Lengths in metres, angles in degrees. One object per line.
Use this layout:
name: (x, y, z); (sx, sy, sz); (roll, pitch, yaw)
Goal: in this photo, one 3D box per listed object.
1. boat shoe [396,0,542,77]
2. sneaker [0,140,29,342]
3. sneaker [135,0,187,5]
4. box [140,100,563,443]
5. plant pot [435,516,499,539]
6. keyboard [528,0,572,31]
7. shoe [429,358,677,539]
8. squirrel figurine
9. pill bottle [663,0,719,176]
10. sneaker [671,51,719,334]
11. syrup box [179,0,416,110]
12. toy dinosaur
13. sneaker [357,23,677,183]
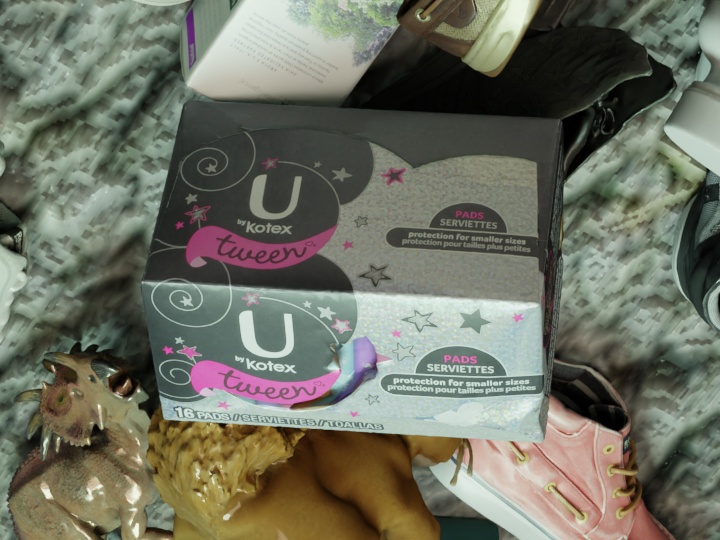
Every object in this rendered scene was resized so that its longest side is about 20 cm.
boat shoe: (0.073, -0.184, 1.307); (0.072, 0.072, 0.200); (23, 132, -5)
sneaker: (-0.218, 0.013, 1.493); (0.080, 0.075, 0.201); (-11, 121, -9)
sneaker: (-0.120, -0.179, 1.345); (0.076, 0.081, 0.200); (-35, 150, 3)
box: (0.000, 0.000, 1.374); (0.198, 0.133, 0.115); (3, 138, 8)
plant pot: (0.014, 0.256, 1.577); (0.140, 0.200, 0.142); (4, 119, -7)
keyboard: (0.121, -0.217, 1.399); (0.104, 0.040, 0.201); (25, 103, -32)
shoe: (0.140, 0.126, 1.586); (0.200, 0.072, 0.091); (34, 118, -17)
squirrel figurine: (-0.019, 0.085, 1.482); (0.187, 0.141, 0.200); (-49, 122, -20)
pill bottle: (0.242, -0.135, 1.382); (0.111, 0.111, 0.201); (33, 89, -22)
sneaker: (0.220, -0.045, 1.468); (0.075, 0.114, 0.201); (3, 120, -7)
syrup box: (-0.009, -0.168, 1.396); (0.078, 0.082, 0.200); (28, 115, -20)
toy dinosaur: (-0.160, 0.116, 1.550); (0.135, 0.086, 0.200); (32, 118, -20)
sneaker: (0.068, -0.071, 1.441); (0.200, 0.105, 0.060); (-40, 140, 15)
